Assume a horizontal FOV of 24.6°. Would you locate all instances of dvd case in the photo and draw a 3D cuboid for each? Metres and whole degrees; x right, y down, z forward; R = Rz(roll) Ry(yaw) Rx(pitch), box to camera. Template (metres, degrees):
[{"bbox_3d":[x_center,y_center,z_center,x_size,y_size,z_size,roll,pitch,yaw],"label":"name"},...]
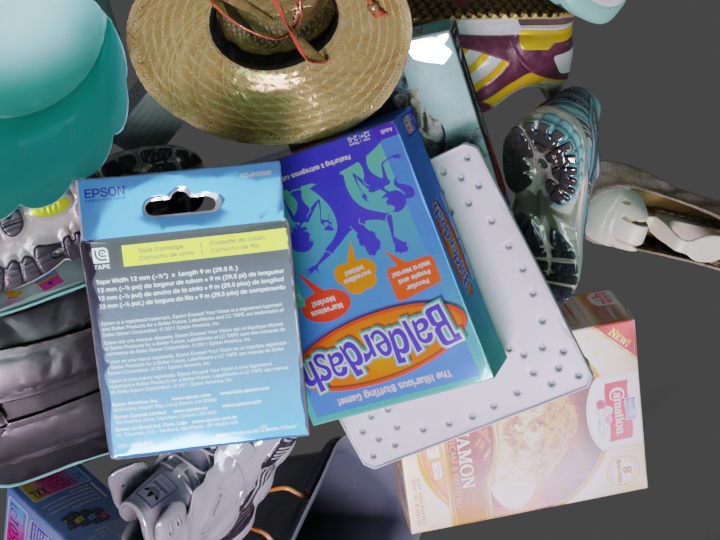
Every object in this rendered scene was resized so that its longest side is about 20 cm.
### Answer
[{"bbox_3d":[0.026,-0.082,1.216,0.145,0.022,0.200,-10,127,15],"label":"dvd case"}]

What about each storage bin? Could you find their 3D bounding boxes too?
[{"bbox_3d":[-0.062,0.239,1.380,0.134,0.200,0.146,-9,136,44],"label":"storage bin"}]

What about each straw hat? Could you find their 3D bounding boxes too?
[{"bbox_3d":[-0.057,-0.183,1.117,0.200,0.085,0.201,0,142,0],"label":"straw hat"}]

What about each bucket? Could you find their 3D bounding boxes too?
[{"bbox_3d":[-0.259,-0.151,1.128,0.206,0.135,0.208,-5,123,-7],"label":"bucket"}]

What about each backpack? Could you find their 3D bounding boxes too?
[{"bbox_3d":[-0.242,0.063,1.253,0.200,0.153,0.176,-25,130,-25],"label":"backpack"}]

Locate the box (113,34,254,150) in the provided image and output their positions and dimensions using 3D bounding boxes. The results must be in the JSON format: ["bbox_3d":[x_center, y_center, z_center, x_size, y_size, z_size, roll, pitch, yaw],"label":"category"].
[{"bbox_3d":[-0.112,-0.166,1.203,0.041,0.039,0.200,31,113,-26],"label":"box"}]

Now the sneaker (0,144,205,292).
[{"bbox_3d":[-0.209,-0.052,1.198,0.199,0.080,0.078,-18,122,-17],"label":"sneaker"}]

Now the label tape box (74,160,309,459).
[{"bbox_3d":[-0.116,0.022,1.156,0.143,0.066,0.201,-6,104,-4],"label":"label tape box"}]

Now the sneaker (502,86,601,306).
[{"bbox_3d":[0.155,-0.054,1.273,0.077,0.086,0.200,26,140,19],"label":"sneaker"}]

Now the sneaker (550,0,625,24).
[{"bbox_3d":[0.124,-0.272,1.161,0.199,0.078,0.140,17,114,-25],"label":"sneaker"}]

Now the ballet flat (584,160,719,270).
[{"bbox_3d":[0.235,-0.041,1.329,0.199,0.067,0.068,10,121,-15],"label":"ballet flat"}]

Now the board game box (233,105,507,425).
[{"bbox_3d":[0.000,0.000,1.194,0.152,0.045,0.201,-17,103,23],"label":"board game box"}]

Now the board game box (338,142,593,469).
[{"bbox_3d":[0.046,0.028,1.229,0.199,0.026,0.200,-24,100,24],"label":"board game box"}]

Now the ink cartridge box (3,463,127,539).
[{"bbox_3d":[-0.213,0.271,1.376,0.076,0.200,0.137,-23,135,-42],"label":"ink cartridge box"}]

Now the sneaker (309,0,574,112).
[{"bbox_3d":[0.061,-0.156,1.219,0.199,0.075,0.090,-2,118,-8],"label":"sneaker"}]

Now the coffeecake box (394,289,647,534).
[{"bbox_3d":[0.123,0.113,1.336,0.199,0.073,0.154,-11,111,-5],"label":"coffeecake box"}]

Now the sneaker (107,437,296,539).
[{"bbox_3d":[-0.119,0.143,1.247,0.115,0.075,0.200,-13,135,-46],"label":"sneaker"}]
